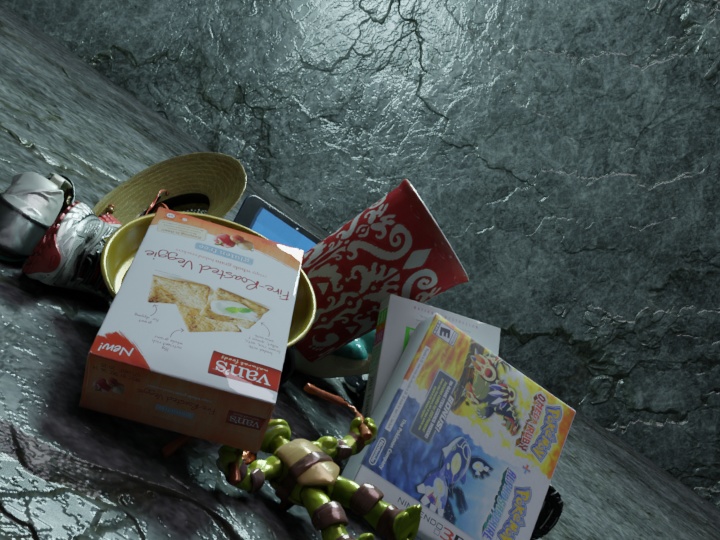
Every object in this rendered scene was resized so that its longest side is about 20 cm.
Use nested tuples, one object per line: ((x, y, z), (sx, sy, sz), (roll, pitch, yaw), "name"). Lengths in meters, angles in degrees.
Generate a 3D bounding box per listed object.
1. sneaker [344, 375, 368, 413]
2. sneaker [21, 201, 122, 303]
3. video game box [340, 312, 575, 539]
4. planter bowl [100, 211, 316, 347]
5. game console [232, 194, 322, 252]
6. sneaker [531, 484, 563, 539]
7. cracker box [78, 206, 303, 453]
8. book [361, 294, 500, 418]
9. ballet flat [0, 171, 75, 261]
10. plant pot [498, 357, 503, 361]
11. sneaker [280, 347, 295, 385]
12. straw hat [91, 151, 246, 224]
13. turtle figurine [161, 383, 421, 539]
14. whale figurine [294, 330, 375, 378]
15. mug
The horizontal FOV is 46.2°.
((0.042, 0.167, 1.100), (0.080, 0.077, 0.200), (45, 3, -20), "sneaker")
((-0.246, -0.012, 0.802), (0.082, 0.078, 0.200), (37, 6, 2), "sneaker")
((0.097, 0.172, 0.808), (0.182, 0.200, 0.047), (36, -31, -10), "video game box")
((-0.148, 0.037, 0.788), (0.200, 0.084, 0.201), (18, 34, -12), "planter bowl")
((-0.115, -0.006, 1.321), (0.200, 0.119, 0.171), (33, 6, -22), "game console")
((0.174, 0.267, 1.056), (0.200, 0.074, 0.079), (34, 1, -22), "sneaker")
((-0.124, 0.039, 0.669), (0.133, 0.058, 0.200), (17, 34, -9), "cracker box")
((0.067, 0.137, 0.860), (0.133, 0.201, 0.048), (19, -29, -18), "book")
((-0.321, -0.064, 0.825), (0.068, 0.069, 0.200), (33, 6, -15), "ballet flat")
((0.098, 0.187, 0.931), (0.201, 0.201, 0.093), (35, -36, -7), "plant pot")
((-0.135, 0.047, 0.893), (0.200, 0.071, 0.099), (47, 2, -24), "sneaker")
((-0.216, -0.048, 0.995), (0.201, 0.201, 0.085), (42, -23, 48), "straw hat")
((-0.043, 0.163, 0.650), (0.200, 0.065, 0.161), (0, 29, -48), "turtle figurine")
((-0.001, 0.075, 1.067), (0.199, 0.104, 0.159), (2, 10, 3), "whale figurine")
((0.006, 0.010, 0.968), (0.134, 0.200, 0.178), (58, 3, 8), "mug")
